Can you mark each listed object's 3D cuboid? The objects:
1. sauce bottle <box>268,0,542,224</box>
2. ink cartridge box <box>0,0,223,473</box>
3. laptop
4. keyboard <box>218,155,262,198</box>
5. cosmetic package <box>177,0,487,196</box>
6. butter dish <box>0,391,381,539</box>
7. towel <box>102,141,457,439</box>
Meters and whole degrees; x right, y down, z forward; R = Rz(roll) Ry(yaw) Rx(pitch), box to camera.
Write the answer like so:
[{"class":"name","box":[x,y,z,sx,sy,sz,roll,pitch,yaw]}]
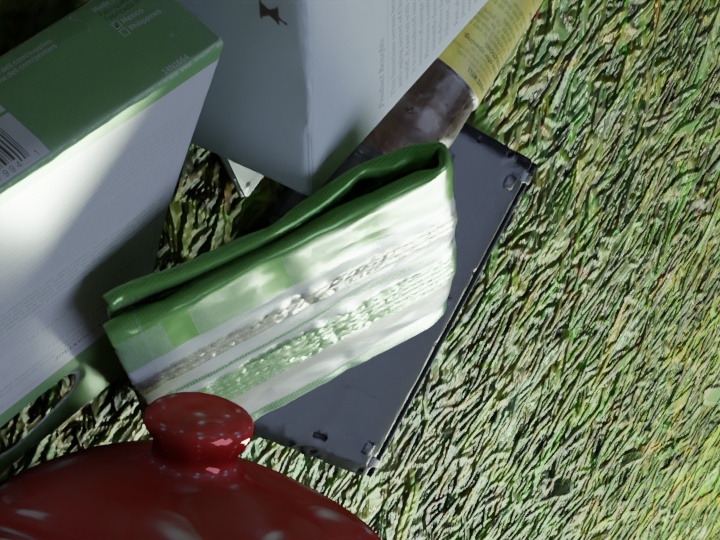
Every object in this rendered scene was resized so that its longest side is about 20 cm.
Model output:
[{"class":"sauce bottle","box":[0.028,-0.093,0.912,0.200,0.065,0.065,-59,156,-15]},{"class":"ink cartridge box","box":[-0.128,0.003,0.750,0.146,0.048,0.200,-40,164,-37]},{"class":"laptop","box":[0.000,0.000,1.037,0.200,0.103,0.177,25,94,-40]},{"class":"keyboard","box":[-0.054,-0.099,0.828,0.056,0.011,0.200,-49,153,-15]},{"class":"cosmetic package","box":[0.006,-0.135,0.808,0.200,0.071,0.102,-50,154,-35]},{"class":"butter dish","box":[-0.074,0.120,0.820,0.199,0.200,0.148,-10,115,-60]},{"class":"towel","box":[-0.030,0.012,0.851,0.149,0.031,0.200,-28,164,-7]}]
